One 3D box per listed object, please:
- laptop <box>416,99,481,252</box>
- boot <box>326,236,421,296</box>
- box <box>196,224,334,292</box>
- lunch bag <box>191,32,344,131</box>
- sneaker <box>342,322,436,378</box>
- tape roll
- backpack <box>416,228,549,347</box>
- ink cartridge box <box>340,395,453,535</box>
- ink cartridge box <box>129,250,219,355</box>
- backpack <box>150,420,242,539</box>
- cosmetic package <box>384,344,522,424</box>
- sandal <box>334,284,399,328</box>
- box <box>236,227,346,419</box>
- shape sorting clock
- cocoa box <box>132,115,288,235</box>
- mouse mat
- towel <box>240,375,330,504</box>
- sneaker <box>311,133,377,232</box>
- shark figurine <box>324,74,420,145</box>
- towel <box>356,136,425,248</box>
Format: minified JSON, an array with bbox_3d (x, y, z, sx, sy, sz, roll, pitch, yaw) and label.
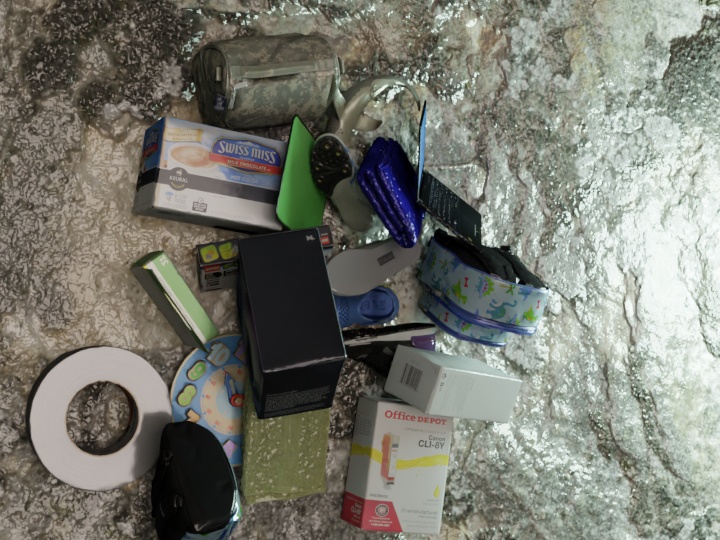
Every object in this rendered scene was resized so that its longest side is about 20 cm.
[{"bbox_3d":[0.145,-0.153,1.609,0.199,0.178,0.104,37,112,-8],"label":"laptop"},{"bbox_3d":[0.000,0.000,1.580,0.199,0.095,0.074,-20,87,-38],"label":"boot"},{"bbox_3d":[-0.143,-0.017,1.501,0.197,0.110,0.035,-9,70,-12],"label":"box"},{"bbox_3d":[-0.142,-0.284,1.502,0.198,0.167,0.141,-10,92,-24],"label":"lunch bag"},{"bbox_3d":[0.037,0.138,1.623,0.198,0.076,0.089,-4,95,-25],"label":"sneaker"},{"bbox_3d":[-0.372,0.208,1.437,0.198,0.066,0.203,1,88,-25],"label":"tape roll"},{"bbox_3d":[0.199,0.039,1.629,0.181,0.200,0.149,12,103,-25],"label":"backpack"},{"bbox_3d":[0.061,0.311,1.620,0.144,0.083,0.203,10,84,-23],"label":"ink cartridge box"},{"bbox_3d":[-0.254,0.043,1.422,0.048,0.200,0.146,-37,103,-18],"label":"ink cartridge box"},{"bbox_3d":[-0.235,0.323,1.426,0.152,0.200,0.164,-2,54,-36],"label":"backpack"},{"bbox_3d":[0.150,0.183,1.616,0.199,0.112,0.082,16,95,-39],"label":"cosmetic package"},{"bbox_3d":[-0.019,0.057,1.592,0.198,0.087,0.081,-10,95,-23],"label":"sandal"},{"bbox_3d":[-0.105,0.078,1.430,0.122,0.199,0.202,-8,65,-13],"label":"box"},{"bbox_3d":[-0.191,0.197,1.534,0.198,0.039,0.203,1,88,-24],"label":"shape sorting clock"},{"bbox_3d":[-0.216,-0.135,1.481,0.198,0.133,0.133,9,85,-24],"label":"cocoa box"},{"bbox_3d":[-0.084,-0.125,1.524,0.007,0.200,0.163,5,75,17],"label":"mouse mat"},{"bbox_3d":[-0.115,0.252,1.539,0.147,0.036,0.203,0,96,-29],"label":"towel"},{"bbox_3d":[-0.024,-0.144,1.572,0.201,0.071,0.073,62,25,-46],"label":"sneaker"},{"bbox_3d":[-0.002,-0.275,1.603,0.214,0.089,0.129,-40,131,-22],"label":"shark figurine"},{"bbox_3d":[0.059,-0.129,1.584,0.049,0.200,0.148,-30,104,19],"label":"towel"}]
